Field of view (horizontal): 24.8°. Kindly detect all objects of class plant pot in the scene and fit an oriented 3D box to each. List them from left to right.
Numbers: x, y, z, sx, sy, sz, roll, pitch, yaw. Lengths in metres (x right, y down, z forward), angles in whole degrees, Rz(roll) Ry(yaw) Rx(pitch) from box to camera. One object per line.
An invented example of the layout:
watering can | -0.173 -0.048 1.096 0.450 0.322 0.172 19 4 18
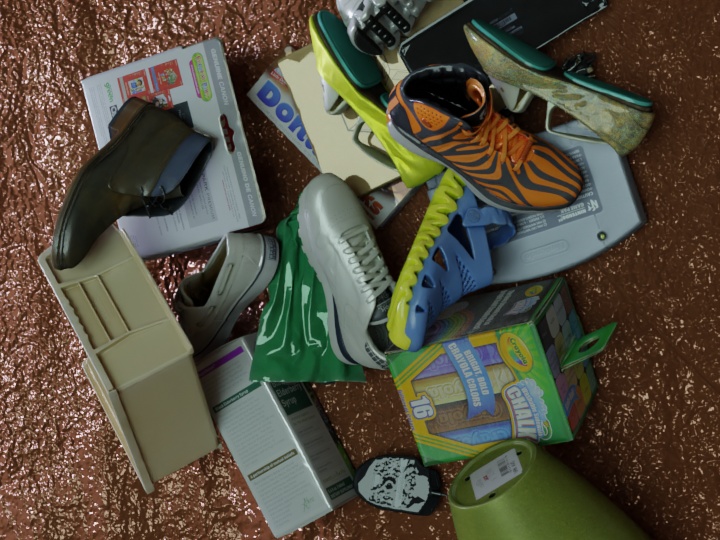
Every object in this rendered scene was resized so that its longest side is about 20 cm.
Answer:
plant pot | 0.170 0.257 1.495 0.187 0.187 0.200 -26 110 24

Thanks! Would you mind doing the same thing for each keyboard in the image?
keyboard | 0.146 -0.212 1.564 0.200 0.021 0.127 -30 80 13

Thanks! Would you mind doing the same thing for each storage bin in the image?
storage bin | -0.234 0.083 1.661 0.093 0.200 0.199 -27 56 -12

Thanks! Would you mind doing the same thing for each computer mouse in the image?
computer mouse | 0.088 0.226 1.656 0.199 0.034 0.059 10 83 18

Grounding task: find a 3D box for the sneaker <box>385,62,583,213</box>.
sneaker | 0.118 -0.120 1.492 0.199 0.112 0.078 23 72 -1

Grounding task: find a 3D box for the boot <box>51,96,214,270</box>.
boot | -0.223 -0.076 1.606 0.097 0.075 0.201 20 68 12

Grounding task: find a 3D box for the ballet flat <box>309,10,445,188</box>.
ballet flat | 0.004 -0.160 1.586 0.200 0.067 0.067 48 118 9

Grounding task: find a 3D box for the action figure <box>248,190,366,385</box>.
action figure | -0.053 0.016 1.667 0.118 0.055 0.201 2 80 -6

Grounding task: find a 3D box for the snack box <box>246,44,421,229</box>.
snack box | -0.025 -0.137 1.665 0.200 0.024 0.072 46 108 13

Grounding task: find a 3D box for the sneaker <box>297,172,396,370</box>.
sneaker | 0.000 0.000 1.592 0.080 0.076 0.201 8 119 60

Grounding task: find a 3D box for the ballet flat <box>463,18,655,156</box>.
ballet flat | 0.173 -0.165 1.514 0.199 0.071 0.071 28 106 15

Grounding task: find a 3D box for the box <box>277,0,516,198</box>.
box | 0.034 -0.177 1.618 0.199 0.021 0.164 -24 84 16

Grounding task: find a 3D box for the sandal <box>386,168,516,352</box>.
sandal | 0.086 -0.007 1.528 0.087 0.080 0.200 25 62 0

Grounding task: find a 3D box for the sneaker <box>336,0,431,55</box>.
sneaker | 0.060 -0.296 1.571 0.200 0.075 0.081 -35 50 7

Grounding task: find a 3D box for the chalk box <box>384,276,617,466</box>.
chalk box | 0.147 0.091 1.547 0.199 0.124 0.124 -12 105 26

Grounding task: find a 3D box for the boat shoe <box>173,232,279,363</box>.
boat shoe | -0.158 0.027 1.689 0.200 0.070 0.071 -47 40 43

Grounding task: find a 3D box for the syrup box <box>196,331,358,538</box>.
syrup box | -0.087 0.165 1.697 0.081 0.079 0.201 -30 83 25

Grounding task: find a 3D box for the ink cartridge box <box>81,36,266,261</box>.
ink cartridge box | -0.176 -0.125 1.702 0.175 0.084 0.201 -14 90 26

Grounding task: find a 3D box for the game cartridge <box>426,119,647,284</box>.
game cartridge | 0.170 -0.062 1.581 0.199 0.041 0.134 -18 85 25
